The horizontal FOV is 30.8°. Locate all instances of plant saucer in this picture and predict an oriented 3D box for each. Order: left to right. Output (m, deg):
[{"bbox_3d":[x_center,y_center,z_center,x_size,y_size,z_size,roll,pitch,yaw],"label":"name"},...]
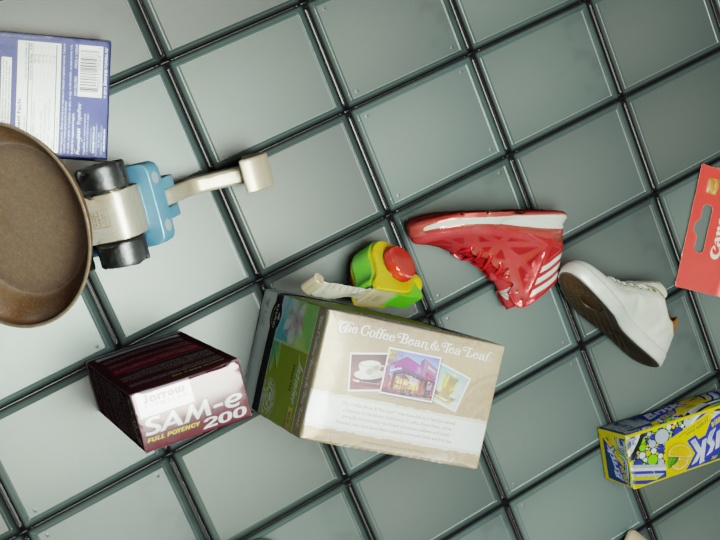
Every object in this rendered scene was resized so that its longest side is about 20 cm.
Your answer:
[{"bbox_3d":[-0.326,-0.045,1.236,0.037,0.200,0.201,-30,110,-59],"label":"plant saucer"}]

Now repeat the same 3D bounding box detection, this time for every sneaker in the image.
[{"bbox_3d":[0.147,-0.010,1.472,0.200,0.078,0.116,-3,94,-21],"label":"sneaker"},{"bbox_3d":[0.307,0.030,1.546,0.200,0.073,0.085,41,74,-36],"label":"sneaker"}]

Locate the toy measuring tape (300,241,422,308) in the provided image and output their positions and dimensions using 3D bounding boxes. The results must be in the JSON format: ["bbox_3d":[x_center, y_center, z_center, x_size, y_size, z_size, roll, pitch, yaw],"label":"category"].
[{"bbox_3d":[0.000,0.000,1.395,0.200,0.074,0.074,8,91,-51],"label":"toy measuring tape"}]

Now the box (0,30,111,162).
[{"bbox_3d":[-0.346,-0.172,1.275,0.200,0.032,0.121,2,93,-24],"label":"box"}]

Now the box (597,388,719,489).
[{"bbox_3d":[0.394,0.202,1.600,0.200,0.064,0.070,-14,99,-21],"label":"box"}]

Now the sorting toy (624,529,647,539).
[{"bbox_3d":[0.343,0.449,1.615,0.185,0.036,0.200,40,79,-20],"label":"sorting toy"}]

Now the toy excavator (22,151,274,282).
[{"bbox_3d":[-0.207,-0.074,1.312,0.194,0.200,0.100,-10,102,23],"label":"toy excavator"}]

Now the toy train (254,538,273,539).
[{"bbox_3d":[-0.119,0.383,1.395,0.114,0.085,0.200,-15,100,-31],"label":"toy train"}]

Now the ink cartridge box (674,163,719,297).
[{"bbox_3d":[0.501,-0.035,1.635,0.200,0.050,0.161,13,89,-25],"label":"ink cartridge box"}]

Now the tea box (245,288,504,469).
[{"bbox_3d":[0.008,0.109,1.359,0.200,0.197,0.134,13,89,-22],"label":"tea box"}]

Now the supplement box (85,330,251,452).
[{"bbox_3d":[-0.190,0.114,1.274,0.109,0.200,0.061,-18,101,-20],"label":"supplement box"}]
